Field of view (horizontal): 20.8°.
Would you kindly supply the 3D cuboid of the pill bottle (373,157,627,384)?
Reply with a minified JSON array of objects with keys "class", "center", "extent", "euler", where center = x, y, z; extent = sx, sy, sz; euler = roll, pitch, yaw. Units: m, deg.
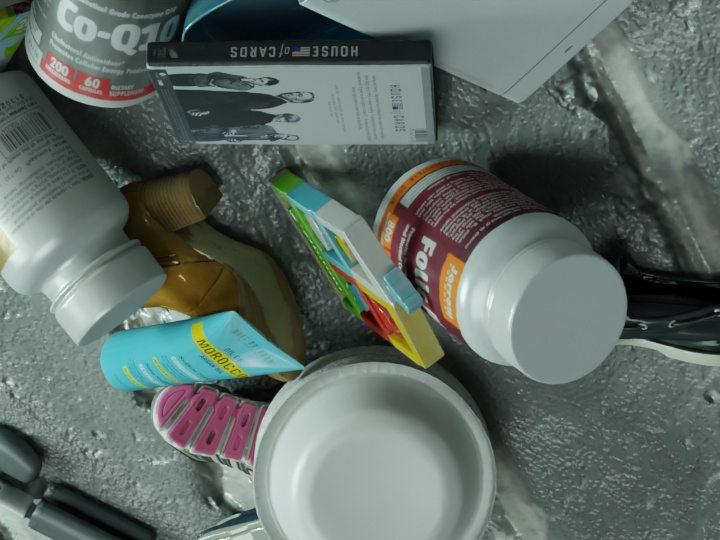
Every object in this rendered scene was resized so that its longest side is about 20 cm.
[{"class":"pill bottle","center":[0.099,0.000,1.412],"extent":[0.113,0.200,0.115],"euler":[-10,114,-24]}]

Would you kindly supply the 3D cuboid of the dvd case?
[{"class":"dvd case","center":[-0.045,-0.127,1.415],"extent":[0.198,0.025,0.150],"euler":[0,163,3]}]

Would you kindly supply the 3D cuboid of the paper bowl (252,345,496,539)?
[{"class":"paper bowl","center":[0.012,0.168,1.591],"extent":[0.199,0.104,0.202],"euler":[0,100,-1]}]

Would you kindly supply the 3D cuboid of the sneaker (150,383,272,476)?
[{"class":"sneaker","center":[-0.096,0.141,1.682],"extent":[0.199,0.074,0.087],"euler":[21,176,-23]}]

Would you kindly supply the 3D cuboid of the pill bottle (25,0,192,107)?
[{"class":"pill bottle","center":[-0.168,-0.222,1.390],"extent":[0.113,0.114,0.201],"euler":[24,137,0]}]

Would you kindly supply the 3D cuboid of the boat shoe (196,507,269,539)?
[{"class":"boat shoe","center":[-0.056,0.234,1.740],"extent":[0.199,0.062,0.075],"euler":[-20,106,23]}]

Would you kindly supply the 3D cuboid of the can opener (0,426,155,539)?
[{"class":"can opener","center":[-0.281,0.216,1.812],"extent":[0.199,0.053,0.067],"euler":[31,129,-6]}]

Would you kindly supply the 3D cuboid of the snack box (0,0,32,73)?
[{"class":"snack box","center":[-0.356,-0.144,1.471],"extent":[0.068,0.200,0.169],"euler":[48,128,8]}]

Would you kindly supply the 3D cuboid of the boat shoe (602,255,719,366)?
[{"class":"boat shoe","center":[0.202,0.021,1.485],"extent":[0.198,0.075,0.067],"euler":[13,127,9]}]

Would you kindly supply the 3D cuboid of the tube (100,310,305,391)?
[{"class":"tube","center":[-0.132,0.064,1.563],"extent":[0.077,0.051,0.199],"euler":[35,151,-32]}]

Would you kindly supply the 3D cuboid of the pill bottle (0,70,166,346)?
[{"class":"pill bottle","center":[-0.246,-0.046,1.527],"extent":[0.200,0.114,0.114],"euler":[51,128,5]}]

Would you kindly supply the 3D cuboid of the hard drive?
[{"class":"hard drive","center":[0.074,-0.193,1.344],"extent":[0.199,0.027,0.132],"euler":[21,135,-32]}]

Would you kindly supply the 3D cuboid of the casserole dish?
[{"class":"casserole dish","center":[-0.037,-0.192,1.393],"extent":[0.199,0.039,0.121],"euler":[-24,150,20]}]

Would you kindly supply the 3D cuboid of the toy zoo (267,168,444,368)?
[{"class":"toy zoo","center":[0.000,0.000,1.483],"extent":[0.020,0.200,0.132],"euler":[-36,116,-9]}]

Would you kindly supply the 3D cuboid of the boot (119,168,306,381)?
[{"class":"boot","center":[-0.142,0.016,1.606],"extent":[0.143,0.071,0.202],"euler":[-19,108,36]}]
